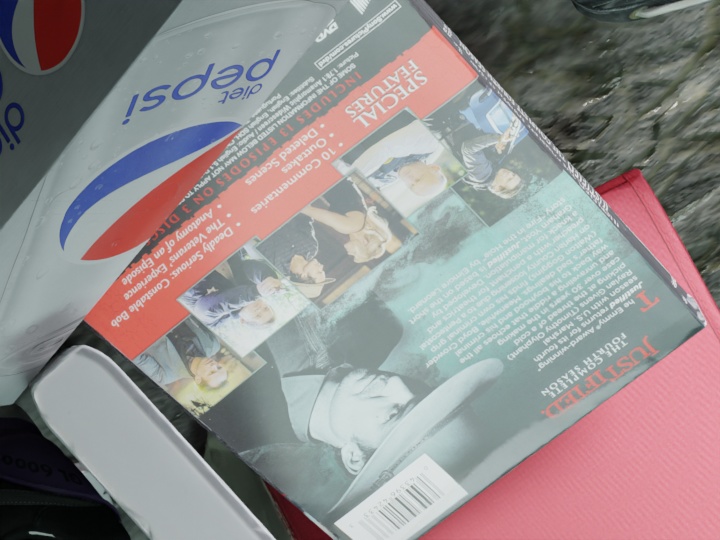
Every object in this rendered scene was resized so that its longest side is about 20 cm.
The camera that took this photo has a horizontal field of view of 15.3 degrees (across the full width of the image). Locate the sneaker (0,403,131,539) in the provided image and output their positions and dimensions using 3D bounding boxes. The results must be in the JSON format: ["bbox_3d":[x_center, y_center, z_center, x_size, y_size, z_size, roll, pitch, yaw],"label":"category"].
[{"bbox_3d":[-0.163,0.100,0.849,0.199,0.087,0.076,-20,131,-36],"label":"sneaker"}]

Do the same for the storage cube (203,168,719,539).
[{"bbox_3d":[0.054,0.096,1.017,0.179,0.201,0.171,-26,167,-13],"label":"storage cube"}]

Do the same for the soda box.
[{"bbox_3d":[-0.080,-0.045,0.705,0.063,0.068,0.200,-6,146,-49],"label":"soda box"}]

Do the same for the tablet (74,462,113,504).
[{"bbox_3d":[-0.182,0.145,1.047,0.199,0.014,0.130,-30,158,-10],"label":"tablet"}]

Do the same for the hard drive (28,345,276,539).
[{"bbox_3d":[-0.051,0.077,0.825,0.027,0.132,0.200,-42,-176,-6],"label":"hard drive"}]

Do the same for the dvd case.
[{"bbox_3d":[0.000,0.000,0.843,0.146,0.022,0.200,-38,126,12],"label":"dvd case"}]

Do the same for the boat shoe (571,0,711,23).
[{"bbox_3d":[0.146,-0.138,0.835,0.199,0.072,0.071,-22,167,-1],"label":"boat shoe"}]
